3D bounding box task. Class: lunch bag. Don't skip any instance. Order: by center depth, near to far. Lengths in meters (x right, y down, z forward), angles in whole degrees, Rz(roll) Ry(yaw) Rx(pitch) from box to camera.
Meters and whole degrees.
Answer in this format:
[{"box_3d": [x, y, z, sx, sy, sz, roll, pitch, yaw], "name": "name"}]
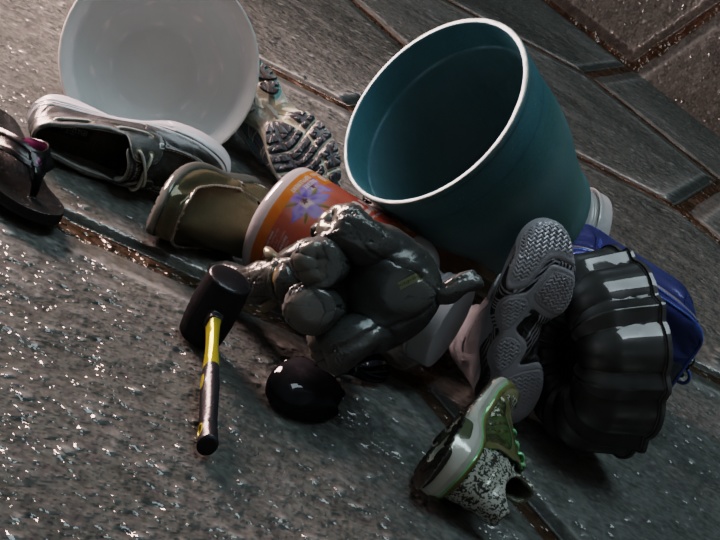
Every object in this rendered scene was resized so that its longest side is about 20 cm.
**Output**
[{"box_3d": [0.267, 0.059, 1.646, 0.199, 0.137, 0.132, 31, 19, -3], "name": "lunch bag"}]

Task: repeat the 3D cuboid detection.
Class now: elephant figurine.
[{"box_3d": [-0.021, 0.008, 1.307, 0.155, 0.142, 0.200, 44, -9, -11], "name": "elephant figurine"}]

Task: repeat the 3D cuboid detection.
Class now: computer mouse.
[{"box_3d": [-0.020, 0.086, 1.313, 0.058, 0.034, 0.200, 35, 19, 15], "name": "computer mouse"}]

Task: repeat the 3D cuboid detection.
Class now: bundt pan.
[{"box_3d": [0.210, 0.078, 1.454, 0.075, 0.204, 0.202, -3, 31, -20], "name": "bundt pan"}]

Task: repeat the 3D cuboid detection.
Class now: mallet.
[{"box_3d": [-0.119, 0.079, 1.195, 0.041, 0.066, 0.201, 23, 35, -16], "name": "mallet"}]

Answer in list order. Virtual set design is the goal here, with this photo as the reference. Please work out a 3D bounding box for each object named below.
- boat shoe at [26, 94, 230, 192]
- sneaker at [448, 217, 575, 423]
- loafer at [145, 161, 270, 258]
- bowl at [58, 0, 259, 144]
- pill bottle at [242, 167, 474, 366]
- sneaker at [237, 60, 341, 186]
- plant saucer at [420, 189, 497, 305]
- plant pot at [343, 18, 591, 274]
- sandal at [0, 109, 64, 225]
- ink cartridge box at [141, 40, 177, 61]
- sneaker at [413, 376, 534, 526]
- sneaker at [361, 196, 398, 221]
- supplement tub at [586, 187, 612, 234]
[{"box_3d": [-0.218, -0.104, 1.455, 0.198, 0.073, 0.071, 13, 29, -14], "name": "boat shoe"}, {"box_3d": [0.131, 0.031, 1.437, 0.074, 0.202, 0.115, 0, 25, -25], "name": "sneaker"}, {"box_3d": [-0.124, -0.053, 1.438, 0.069, 0.076, 0.199, 33, 18, 20], "name": "loafer"}, {"box_3d": [-0.205, -0.206, 1.571, 0.199, 0.203, 0.090, 26, -4, -11], "name": "bowl"}, {"box_3d": [0.000, 0.000, 1.414, 0.199, 0.113, 0.112, 31, 19, 15], "name": "pill bottle"}, {"box_3d": [-0.086, -0.144, 1.719, 0.201, 0.077, 0.087, 56, -16, 17], "name": "sneaker"}, {"box_3d": [0.096, -0.053, 1.601, 0.200, 0.029, 0.201, 46, 25, -28], "name": "plant saucer"}, {"box_3d": [0.118, -0.098, 1.455, 0.188, 0.200, 0.200, 41, 8, -39], "name": "plant pot"}, {"box_3d": [-0.304, -0.106, 1.343, 0.075, 0.048, 0.201, 15, 24, -38], "name": "sandal"}, {"box_3d": [-0.231, -0.237, 1.720, 0.145, 0.085, 0.200, 26, 20, -11], "name": "ink cartridge box"}, {"box_3d": [0.107, 0.158, 1.292, 0.089, 0.077, 0.200, 45, 25, 2], "name": "sneaker"}, {"box_3d": [0.017, -0.059, 1.616, 0.060, 0.105, 0.200, 34, 19, 12], "name": "sneaker"}, {"box_3d": [0.182, -0.073, 1.833, 0.198, 0.146, 0.146, 24, 20, -18], "name": "supplement tub"}]
